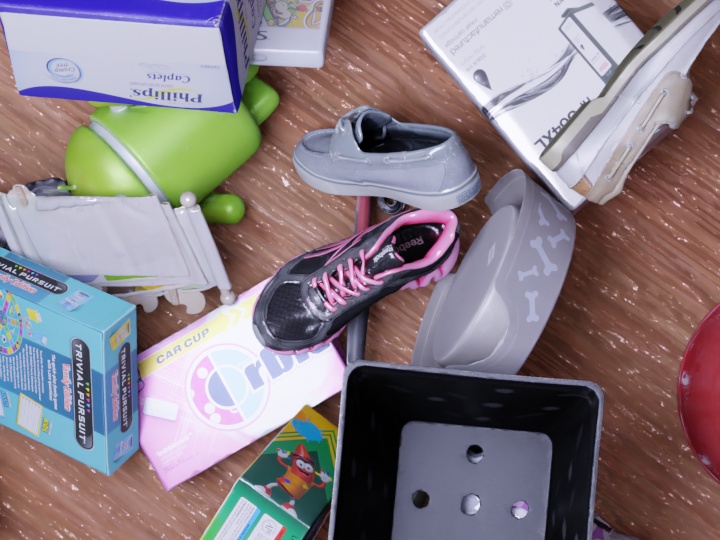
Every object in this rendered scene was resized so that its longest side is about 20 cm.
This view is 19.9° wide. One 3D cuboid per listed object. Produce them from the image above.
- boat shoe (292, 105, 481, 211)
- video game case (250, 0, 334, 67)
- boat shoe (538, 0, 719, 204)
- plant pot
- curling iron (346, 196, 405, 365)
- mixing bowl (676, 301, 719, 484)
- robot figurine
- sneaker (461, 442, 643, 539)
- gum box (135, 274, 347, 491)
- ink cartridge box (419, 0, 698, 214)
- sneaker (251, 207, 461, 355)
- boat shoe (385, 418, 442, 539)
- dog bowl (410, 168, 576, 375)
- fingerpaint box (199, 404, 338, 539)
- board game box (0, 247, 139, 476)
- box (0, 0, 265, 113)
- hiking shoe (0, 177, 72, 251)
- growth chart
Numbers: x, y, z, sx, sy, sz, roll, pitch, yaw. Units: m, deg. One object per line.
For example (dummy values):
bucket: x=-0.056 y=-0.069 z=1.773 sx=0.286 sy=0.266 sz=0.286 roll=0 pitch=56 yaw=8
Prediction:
boat shoe: x=0.016 y=-0.104 z=1.708 sx=0.070 sy=0.200 sz=0.072 roll=-40 pitch=126 yaw=-33
video game case: x=-0.109 y=-0.253 z=1.731 sx=0.180 sy=0.023 sz=0.201 roll=3 pitch=52 yaw=5
boat shoe: x=0.234 y=-0.142 z=1.652 sx=0.068 sy=0.075 sz=0.200 roll=42 pitch=98 yaw=-3
plant pot: x=0.083 y=0.183 z=1.621 sx=0.198 sy=0.177 sz=0.202 roll=5 pitch=85 yaw=5
curling iron: x=0.010 y=-0.006 z=1.745 sx=0.049 sy=0.026 sz=0.201 roll=7 pitch=71 yaw=12
mixing bowl: x=0.364 y=0.104 z=1.701 sx=0.198 sy=0.108 sz=0.202 roll=0 pitch=90 yaw=6
robot figurine: x=-0.165 y=-0.110 z=1.736 sx=0.200 sy=0.176 sz=0.116 roll=-41 pitch=46 yaw=-11
sneaker: x=0.160 y=0.183 z=1.734 sx=0.198 sy=0.078 sz=0.141 roll=8 pitch=91 yaw=5
gum box: x=-0.114 y=0.094 z=1.765 sx=0.199 sy=0.066 sz=0.114 roll=-30 pitch=88 yaw=4
ink cartridge box: x=0.168 y=-0.168 z=1.731 sx=0.146 sy=0.084 sz=0.200 roll=-41 pitch=86 yaw=3
sneaker: x=0.000 y=0.000 z=1.682 sx=0.199 sy=0.095 sz=0.079 roll=-31 pitch=88 yaw=-15
boat shoe: x=0.024 y=0.180 z=1.752 sx=0.062 sy=0.075 sz=0.201 roll=19 pitch=88 yaw=11
dog bowl: x=0.111 y=0.019 z=1.686 sx=0.058 sy=0.200 sz=0.201 roll=25 pitch=92 yaw=-10
fingerpaint box: x=-0.090 y=0.231 z=1.684 sx=0.073 sy=0.167 sz=0.201 roll=34 pitch=113 yaw=4
board game box: x=-0.278 y=0.066 z=1.724 sx=0.199 sy=0.047 sz=0.152 roll=22 pitch=129 yaw=24
box: x=-0.173 y=-0.238 z=1.643 sx=0.182 sy=0.105 sz=0.201 roll=5 pitch=53 yaw=7
hiking shoe: x=-0.318 y=-0.016 z=1.780 sx=0.198 sy=0.076 sz=0.101 roll=-13 pitch=85 yaw=4
growth chart: x=-0.207 y=-0.019 z=1.703 sx=0.198 sy=0.145 sz=0.018 roll=4 pitch=47 yaw=11
